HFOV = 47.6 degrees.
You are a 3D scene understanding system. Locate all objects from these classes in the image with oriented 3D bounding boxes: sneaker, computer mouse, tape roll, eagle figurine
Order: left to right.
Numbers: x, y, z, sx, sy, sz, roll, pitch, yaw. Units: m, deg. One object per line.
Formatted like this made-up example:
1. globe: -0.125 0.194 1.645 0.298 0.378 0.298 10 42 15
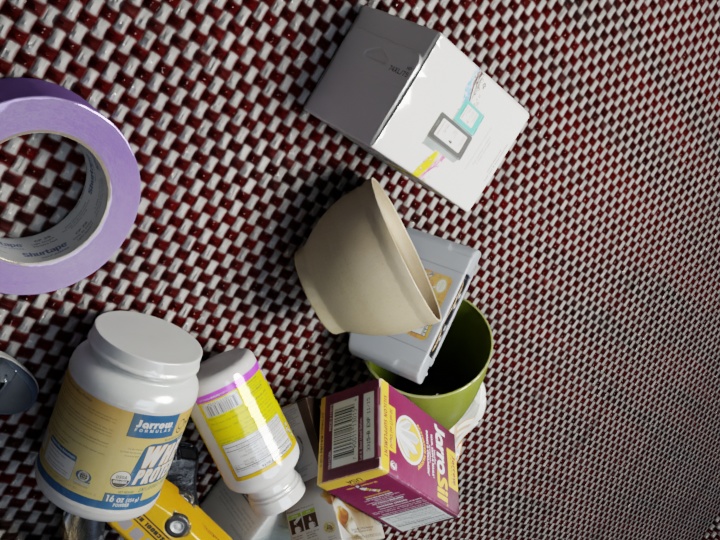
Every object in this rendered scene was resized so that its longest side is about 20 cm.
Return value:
1. sneaker: -0.388 0.125 0.799 0.077 0.146 0.202 -55 138 -2
2. tape roll: -0.319 -0.079 0.788 0.200 0.066 0.200 -21 127 -31
3. eagle figurine: -0.364 0.351 0.987 0.200 0.151 0.152 68 26 -14
4. computer mouse: -0.228 0.260 1.092 0.140 0.046 0.200 -9 109 -32
5. sneaker: 0.142 0.255 1.384 0.092 0.076 0.200 7 110 -38

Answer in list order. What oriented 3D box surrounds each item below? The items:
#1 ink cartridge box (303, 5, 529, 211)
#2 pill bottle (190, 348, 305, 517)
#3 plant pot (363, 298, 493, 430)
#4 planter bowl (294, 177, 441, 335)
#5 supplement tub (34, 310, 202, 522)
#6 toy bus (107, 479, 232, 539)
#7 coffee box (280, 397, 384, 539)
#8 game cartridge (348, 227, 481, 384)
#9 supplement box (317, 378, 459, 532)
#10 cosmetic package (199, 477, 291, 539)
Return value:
1. ink cartridge box: 0.069 -0.193 0.987 0.200 0.147 0.146 26 98 -45
2. pill bottle: -0.143 0.206 1.032 0.104 0.104 0.200 -29 104 -24
3. plant pot: 0.101 0.161 1.232 0.187 0.187 0.200 -33 145 -20
4. planter bowl: 0.000 0.000 1.037 0.135 0.200 0.200 -25 135 9
5. supplement tub: -0.269 0.161 0.920 0.145 0.145 0.200 9 109 -43
6. toy bus: -0.220 0.345 1.031 0.078 0.065 0.200 -39 106 6
7. coffee box: -0.051 0.284 1.127 0.080 0.200 0.114 -26 157 23
8. game cartridge: 0.068 0.042 1.131 0.200 0.133 0.042 -64 155 -10
9. supplement box: 0.041 0.255 1.107 0.103 0.131 0.200 -23 138 27
10. cosmetic package: -0.147 0.403 1.193 0.200 0.123 0.199 -52 136 0
